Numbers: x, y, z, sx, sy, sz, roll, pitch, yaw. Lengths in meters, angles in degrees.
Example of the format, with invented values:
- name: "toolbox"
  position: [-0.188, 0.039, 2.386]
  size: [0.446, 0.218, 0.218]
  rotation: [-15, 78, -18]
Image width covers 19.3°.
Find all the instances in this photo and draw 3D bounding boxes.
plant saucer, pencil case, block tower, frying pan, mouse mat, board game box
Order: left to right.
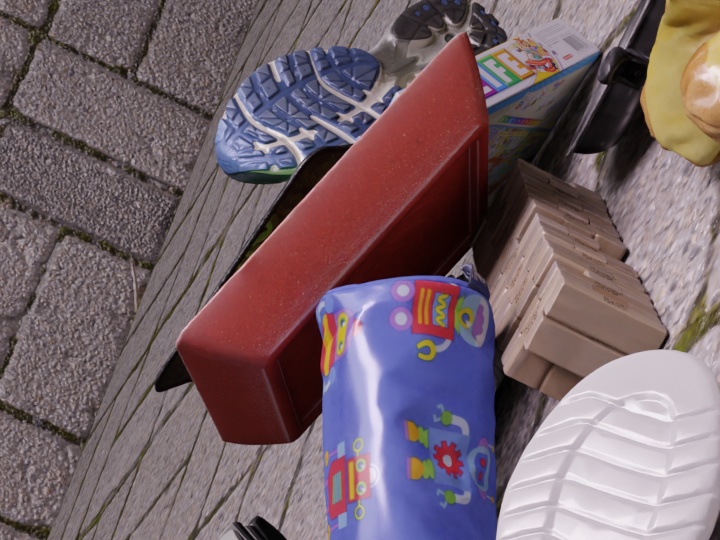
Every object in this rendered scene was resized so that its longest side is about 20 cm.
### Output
- name: "mouse mat"
  position: [-0.030, -0.006, 1.161]
  size: [0.161, 0.008, 0.200]
  rotation: [-55, -16, 17]
- name: "plant saucer"
  position: [0.000, 0.000, 1.043]
  size: [0.200, 0.037, 0.200]
  rotation: [-47, -14, -11]
- name: "pencil case"
  position: [0.025, 0.100, 0.922]
  size: [0.078, 0.086, 0.202]
  rotation: [-28, 57, 47]
- name: "board game box"
  position: [0.051, -0.061, 1.189]
  size: [0.200, 0.034, 0.135]
  rotation: [-30, -25, -55]
- name: "block tower"
  position: [0.094, 0.005, 1.005]
  size: [0.054, 0.057, 0.200]
  rotation: [-61, 10, 16]
- name: "frying pan"
  position: [0.139, -0.114, 1.037]
  size: [0.116, 0.031, 0.190]
  rotation: [-63, -1, -11]

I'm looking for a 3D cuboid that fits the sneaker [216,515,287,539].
- name: "sneaker"
  position: [-0.069, 0.188, 1.167]
  size: [0.088, 0.074, 0.200]
  rotation: [-44, -16, 1]

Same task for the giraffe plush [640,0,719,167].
- name: "giraffe plush"
  position: [0.132, -0.152, 0.869]
  size: [0.174, 0.161, 0.200]
  rotation: [-68, 10, -20]

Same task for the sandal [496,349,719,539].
- name: "sandal"
  position: [0.087, 0.123, 0.762]
  size: [0.050, 0.082, 0.204]
  rotation: [56, -137, -49]

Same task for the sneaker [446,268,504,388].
- name: "sneaker"
  position: [0.046, 0.039, 1.162]
  size: [0.100, 0.078, 0.200]
  rotation: [-54, 19, 10]

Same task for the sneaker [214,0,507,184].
- name: "sneaker"
  position: [0.000, -0.082, 1.202]
  size: [0.199, 0.077, 0.085]
  rotation: [-24, -28, -32]
